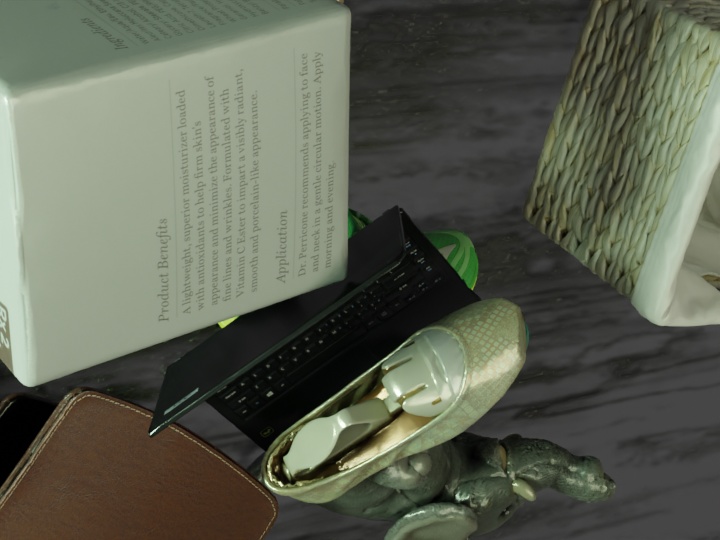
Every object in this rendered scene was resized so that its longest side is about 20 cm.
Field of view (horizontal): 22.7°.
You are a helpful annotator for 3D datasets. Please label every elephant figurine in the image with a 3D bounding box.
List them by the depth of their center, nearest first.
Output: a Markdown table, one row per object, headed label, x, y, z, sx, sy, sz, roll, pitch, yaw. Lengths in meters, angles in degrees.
| label | x | y | z | sx | sy | sz | roll | pitch | yaw |
| --- | --- | --- | --- | --- | --- | --- | --- | --- | --- |
| elephant figurine | 0.052 | 0.146 | 1.247 | 0.200 | 0.154 | 0.142 | 45 | 63 | -36 |

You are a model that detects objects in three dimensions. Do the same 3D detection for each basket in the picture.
| label | x | y | z | sx | sy | sz | roll | pitch | yaw |
| --- | --- | --- | --- | --- | --- | --- | --- | --- | --- |
| basket | 0.248 | -0.083 | 1.239 | 0.197 | 0.161 | 0.202 | -1 | 116 | -38 |

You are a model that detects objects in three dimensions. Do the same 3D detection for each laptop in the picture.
| label | x | y | z | sx | sy | sz | roll | pitch | yaw |
| --- | --- | --- | --- | --- | --- | --- | --- | --- | --- |
| laptop | -0.019 | 0.055 | 1.075 | 0.177 | 0.104 | 0.200 | -34 | 139 | 8 |

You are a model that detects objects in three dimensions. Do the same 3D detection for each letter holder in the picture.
| label | x | y | z | sx | sy | sz | roll | pitch | yaw |
| --- | --- | --- | --- | --- | --- | --- | --- | --- | --- |
| letter holder | -0.165 | 0.138 | 1.104 | 0.143 | 0.100 | 0.200 | -53 | 135 | -1 |

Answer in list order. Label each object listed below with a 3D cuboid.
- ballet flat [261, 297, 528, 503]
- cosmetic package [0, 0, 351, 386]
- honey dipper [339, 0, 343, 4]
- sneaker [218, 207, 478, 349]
| label | x | y | z | sx | sy | sz | roll | pitch | yaw |
| --- | --- | --- | --- | --- | --- | --- | --- | --- | --- |
| ballet flat | 0.020 | 0.086 | 1.108 | 0.200 | 0.068 | 0.062 | -40 | 157 | 22 |
| cosmetic package | -0.129 | -0.071 | 0.956 | 0.199 | 0.165 | 0.166 | -17 | 125 | -30 |
| honey dipper | -0.012 | -0.174 | 1.078 | 0.038 | 0.038 | 0.202 | -2 | 114 | -37 |
| sneaker | 0.000 | 0.000 | 1.159 | 0.199 | 0.074 | 0.084 | -10 | 135 | -33 |
